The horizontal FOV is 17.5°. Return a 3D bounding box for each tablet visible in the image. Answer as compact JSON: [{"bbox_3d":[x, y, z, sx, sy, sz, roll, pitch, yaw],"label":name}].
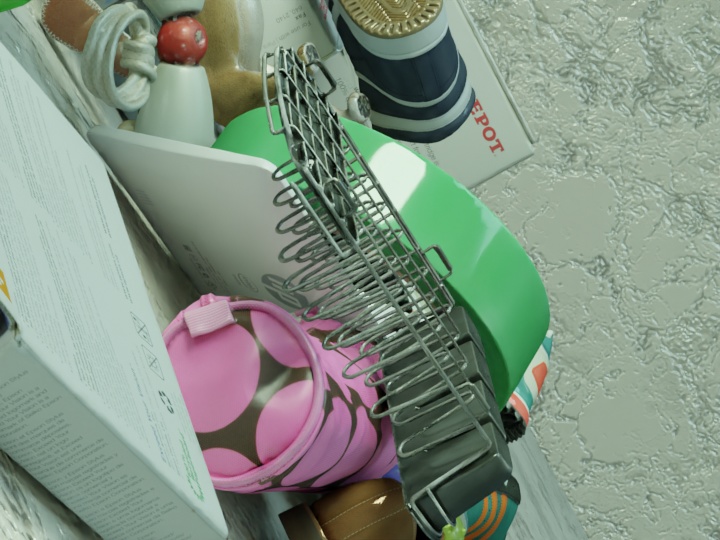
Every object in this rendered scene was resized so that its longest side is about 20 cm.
[{"bbox_3d":[-0.051,0.002,1.195,0.130,0.014,0.200,13,-31,38],"label":"tablet"}]

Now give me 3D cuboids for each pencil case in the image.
[{"bbox_3d":[-0.037,0.056,1.077,0.200,0.090,0.094,28,51,-78],"label":"pencil case"}]

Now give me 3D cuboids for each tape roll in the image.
[{"bbox_3d":[0.000,0.000,1.206,0.200,0.048,0.201,27,-26,15],"label":"tape roll"}]

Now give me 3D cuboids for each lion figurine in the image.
[{"bbox_3d":[-0.075,-0.143,1.316,0.072,0.122,0.201,-11,88,-59],"label":"lion figurine"}]

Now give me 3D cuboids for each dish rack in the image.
[{"bbox_3d":[0.001,0.002,1.030,0.201,0.054,0.154,57,9,-25],"label":"dish rack"}]

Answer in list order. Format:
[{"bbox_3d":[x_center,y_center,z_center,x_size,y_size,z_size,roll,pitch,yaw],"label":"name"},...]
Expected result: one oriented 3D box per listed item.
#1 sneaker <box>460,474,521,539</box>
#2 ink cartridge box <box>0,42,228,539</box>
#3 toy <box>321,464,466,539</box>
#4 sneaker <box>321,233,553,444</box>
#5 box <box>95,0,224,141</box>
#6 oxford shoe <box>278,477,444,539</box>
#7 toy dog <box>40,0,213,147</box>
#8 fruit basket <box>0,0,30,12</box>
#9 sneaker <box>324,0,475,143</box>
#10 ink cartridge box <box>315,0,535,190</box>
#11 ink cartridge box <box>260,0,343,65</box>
[{"bbox_3d":[0.051,0.129,1.373,0.071,0.080,0.200,28,-22,19],"label":"sneaker"},{"bbox_3d":[-0.127,-0.017,0.813,0.200,0.040,0.200,56,9,-50],"label":"ink cartridge box"},{"bbox_3d":[0.033,0.155,1.266,0.201,0.047,0.115,65,-20,0],"label":"toy"},{"bbox_3d":[0.038,0.005,1.333,0.200,0.070,0.094,47,49,-18],"label":"sneaker"},{"bbox_3d":[-0.109,-0.103,1.410,0.156,0.041,0.200,61,7,-19],"label":"box"},{"bbox_3d":[0.011,0.144,1.153,0.072,0.071,0.200,61,-4,14],"label":"oxford shoe"},{"bbox_3d":[-0.124,-0.156,1.235,0.132,0.096,0.201,34,62,-55],"label":"toy dog"},{"bbox_3d":[-0.124,-0.222,0.992,0.216,0.215,0.156,56,8,-48],"label":"fruit basket"},{"bbox_3d":[0.012,-0.154,1.387,0.200,0.070,0.109,-114,-178,-49],"label":"sneaker"},{"bbox_3d":[-0.001,-0.105,1.589,0.145,0.199,0.084,60,6,-23],"label":"ink cartridge box"},{"bbox_3d":[-0.094,-0.214,1.443,0.201,0.085,0.147,62,6,-12],"label":"ink cartridge box"}]
